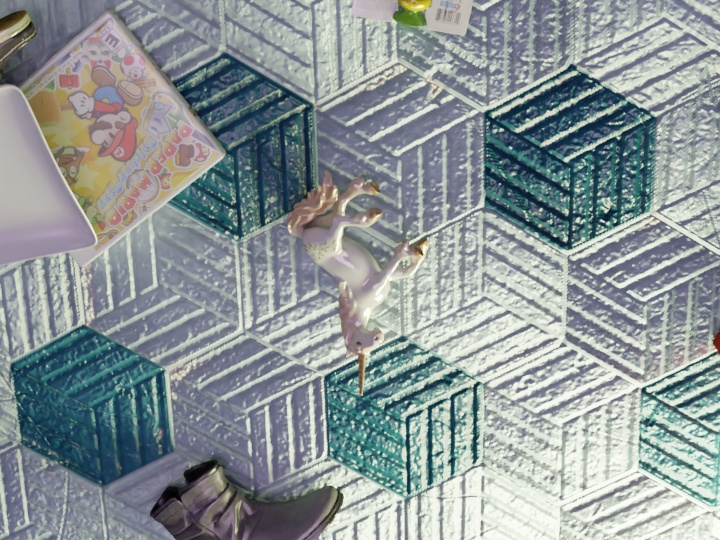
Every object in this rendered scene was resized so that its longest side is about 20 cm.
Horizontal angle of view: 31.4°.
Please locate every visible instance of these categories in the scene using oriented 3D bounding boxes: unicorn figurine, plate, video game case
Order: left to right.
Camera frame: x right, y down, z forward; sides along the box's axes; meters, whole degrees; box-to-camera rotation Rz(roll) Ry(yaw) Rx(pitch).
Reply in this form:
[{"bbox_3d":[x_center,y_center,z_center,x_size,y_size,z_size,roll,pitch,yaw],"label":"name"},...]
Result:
[{"bbox_3d":[-0.382,-0.089,1.263,0.196,0.033,0.202,-11,130,11],"label":"plate"},{"bbox_3d":[-0.267,-0.129,1.294,0.199,0.023,0.183,-36,106,13],"label":"video game case"},{"bbox_3d":[0.000,0.000,1.316,0.137,0.074,0.201,-37,91,24],"label":"unicorn figurine"}]

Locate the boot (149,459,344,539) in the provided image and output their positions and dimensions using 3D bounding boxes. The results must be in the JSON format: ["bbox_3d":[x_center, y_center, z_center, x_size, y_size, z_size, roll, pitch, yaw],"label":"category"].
[{"bbox_3d":[-0.128,0.262,1.414,0.198,0.070,0.133,-32,101,8],"label":"boot"}]

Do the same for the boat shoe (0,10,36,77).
[{"bbox_3d":[-0.384,-0.180,1.258,0.198,0.074,0.065,-31,112,22],"label":"boat shoe"}]

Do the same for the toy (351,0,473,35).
[{"bbox_3d":[0.063,-0.330,1.198,0.113,0.047,0.203,9,114,-5],"label":"toy"}]

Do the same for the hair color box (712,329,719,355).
[{"bbox_3d":[0.483,0.079,1.329,0.197,0.064,0.112,22,109,-8],"label":"hair color box"}]
